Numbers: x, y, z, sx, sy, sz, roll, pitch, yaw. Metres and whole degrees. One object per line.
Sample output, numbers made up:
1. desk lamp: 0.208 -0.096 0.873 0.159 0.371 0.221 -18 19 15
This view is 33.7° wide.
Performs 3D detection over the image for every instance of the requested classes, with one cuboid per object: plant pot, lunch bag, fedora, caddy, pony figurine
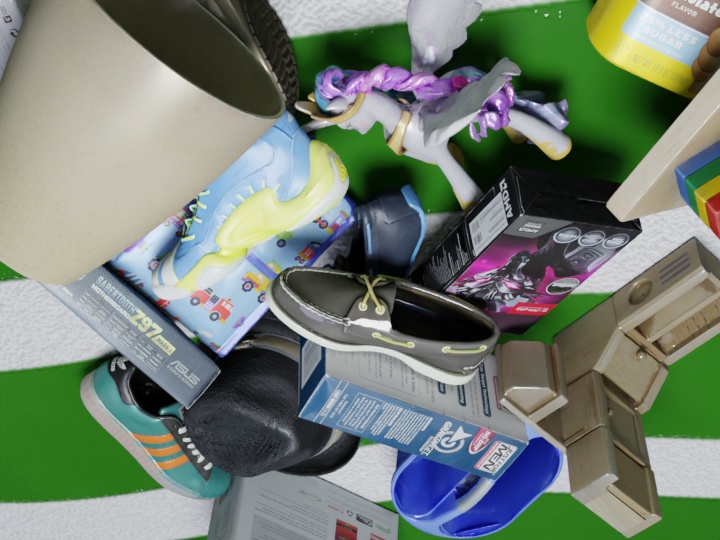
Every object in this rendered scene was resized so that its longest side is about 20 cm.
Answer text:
1. plant pot: -0.185 -0.093 0.835 0.186 0.188 0.201 34 108 -21
2. lunch bag: -0.108 -0.050 1.056 0.200 0.094 0.150 -41 118 15
3. fedora: -0.099 0.141 1.144 0.198 0.092 0.203 16 123 25
4. caddy: 0.116 0.192 1.205 0.140 0.106 0.201 27 126 -16
5. pony figurine: 0.071 -0.134 0.940 0.198 0.168 0.192 23 136 -34

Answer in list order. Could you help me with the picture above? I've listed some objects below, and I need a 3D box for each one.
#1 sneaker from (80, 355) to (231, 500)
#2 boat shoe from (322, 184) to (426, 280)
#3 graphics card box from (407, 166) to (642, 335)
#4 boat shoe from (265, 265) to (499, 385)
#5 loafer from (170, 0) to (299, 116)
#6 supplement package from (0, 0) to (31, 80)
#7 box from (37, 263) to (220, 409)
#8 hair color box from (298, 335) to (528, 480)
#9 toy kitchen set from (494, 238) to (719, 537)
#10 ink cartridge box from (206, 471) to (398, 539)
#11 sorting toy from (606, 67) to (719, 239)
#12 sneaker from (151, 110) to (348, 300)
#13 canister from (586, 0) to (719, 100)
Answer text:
1. sneaker: -0.193 0.163 1.225 0.079 0.072 0.200 -29 120 29
2. boat shoe: 0.000 0.000 1.073 0.068 0.085 0.202 -10 134 -24
3. graphics card box: 0.134 -0.011 1.025 0.124 0.052 0.200 7 148 -25
4. boat shoe: 0.020 0.034 0.996 0.199 0.072 0.061 19 137 -15
5. loafer: -0.115 -0.200 0.936 0.068 0.076 0.201 -21 115 21
6. supplement package: -0.324 -0.173 0.936 0.197 0.122 0.121 -10 128 12
7. box: -0.229 0.026 1.069 0.051 0.157 0.200 -48 117 -6
8. hair color box: 0.045 0.104 1.044 0.198 0.101 0.061 20 128 -18
9. toy kitchen set: 0.237 0.081 1.048 0.163 0.201 0.180 37 122 -24
10. ink cartridge box: -0.063 0.312 1.268 0.198 0.177 0.084 28 125 -17
11. sorting toy: 0.314 -0.106 0.904 0.197 0.070 0.201 -13 147 -48
12. sneaker: -0.109 -0.061 0.965 0.199 0.076 0.106 -31 103 18
13. canister: 0.274 -0.231 0.874 0.147 0.087 0.201 20 129 -12
